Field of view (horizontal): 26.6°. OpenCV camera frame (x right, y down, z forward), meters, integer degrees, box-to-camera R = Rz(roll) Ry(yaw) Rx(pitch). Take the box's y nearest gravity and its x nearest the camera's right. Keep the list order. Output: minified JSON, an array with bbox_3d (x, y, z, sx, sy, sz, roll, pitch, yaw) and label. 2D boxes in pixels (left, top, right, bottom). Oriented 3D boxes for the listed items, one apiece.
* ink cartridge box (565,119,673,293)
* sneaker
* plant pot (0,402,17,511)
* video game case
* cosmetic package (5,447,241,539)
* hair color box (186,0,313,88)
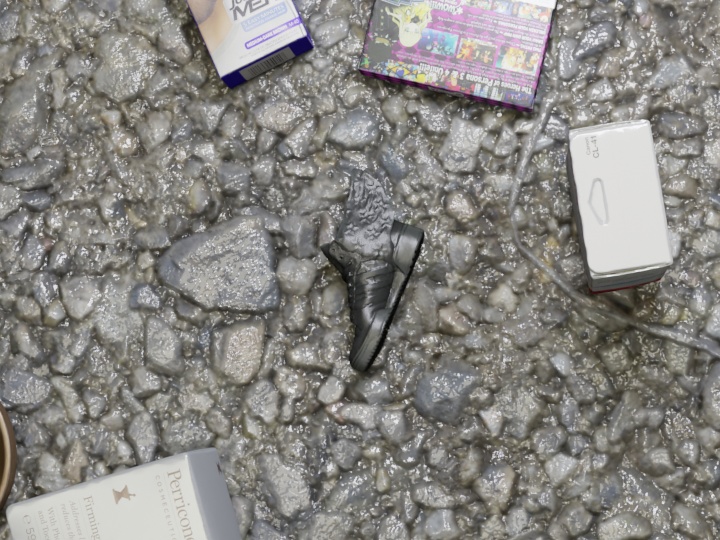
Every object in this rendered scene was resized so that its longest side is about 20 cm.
[{"bbox_3d":[0.259,-0.060,1.545,0.085,0.200,0.149,-9,85,5],"label":"ink cartridge box"},{"bbox_3d":[0.000,0.000,1.641,0.103,0.060,0.202,22,83,6],"label":"sneaker"},{"bbox_3d":[-0.459,0.202,1.654,0.198,0.093,0.203,-1,86,7],"label":"plant pot"},{"bbox_3d":[0.113,-0.282,1.662,0.198,0.036,0.183,13,87,7],"label":"video game case"},{"bbox_3d":[-0.234,0.292,1.586,0.198,0.166,0.169,-17,83,3],"label":"cosmetic package"},{"bbox_3d":[-0.141,-0.317,1.679,0.108,0.065,0.202,-25,82,4],"label":"hair color box"}]
